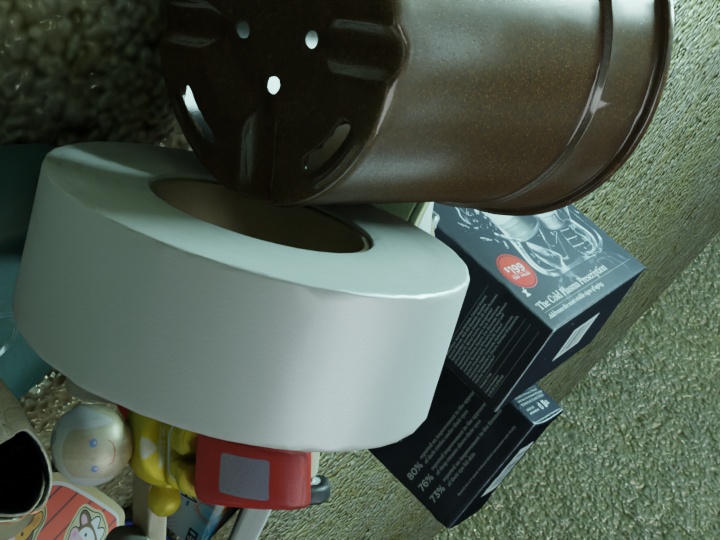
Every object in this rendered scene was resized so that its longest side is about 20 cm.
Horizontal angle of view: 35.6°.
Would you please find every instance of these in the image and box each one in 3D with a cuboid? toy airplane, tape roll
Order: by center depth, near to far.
[{"bbox_3d":[-0.053,0.005,0.516,0.202,0.201,0.072,-11,120,-61],"label":"tape roll"},{"bbox_3d":[-0.124,0.088,0.660,0.140,0.201,0.199,-6,149,-45],"label":"toy airplane"}]

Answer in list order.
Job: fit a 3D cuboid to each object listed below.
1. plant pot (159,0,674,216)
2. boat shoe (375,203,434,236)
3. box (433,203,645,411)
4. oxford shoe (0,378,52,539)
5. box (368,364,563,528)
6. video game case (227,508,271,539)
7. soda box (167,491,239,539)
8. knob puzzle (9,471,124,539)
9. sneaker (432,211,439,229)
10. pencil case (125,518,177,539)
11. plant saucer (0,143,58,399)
[{"bbox_3d":[0.022,-0.117,0.556,0.197,0.200,0.201,-13,142,-49],"label":"plant pot"},{"bbox_3d":[0.018,-0.019,0.794,0.069,0.074,0.202,67,28,-66],"label":"boat shoe"},{"bbox_3d":[0.128,0.000,1.019,0.199,0.182,0.105,-25,151,-51],"label":"box"},{"bbox_3d":[-0.193,0.108,0.571,0.071,0.074,0.201,-39,160,-23],"label":"oxford shoe"},{"bbox_3d":[0.079,0.135,1.151,0.148,0.200,0.104,-52,161,18],"label":"box"},{"bbox_3d":[-0.073,0.164,1.002,0.183,0.023,0.201,-70,-176,-60],"label":"video game case"},{"bbox_3d":[-0.119,0.142,0.920,0.064,0.068,0.201,-41,163,-44],"label":"soda box"},{"bbox_3d":[-0.217,0.229,0.773,0.219,0.030,0.223,-2,92,-63],"label":"knob puzzle"},{"bbox_3d":[0.000,0.000,0.858,0.116,0.075,0.200,-65,177,31],"label":"sneaker"},{"bbox_3d":[-0.185,0.281,1.034,0.200,0.086,0.079,75,30,-69],"label":"pencil case"},{"bbox_3d":[-0.199,0.027,0.569,0.200,0.036,0.201,-42,160,-19],"label":"plant saucer"}]
